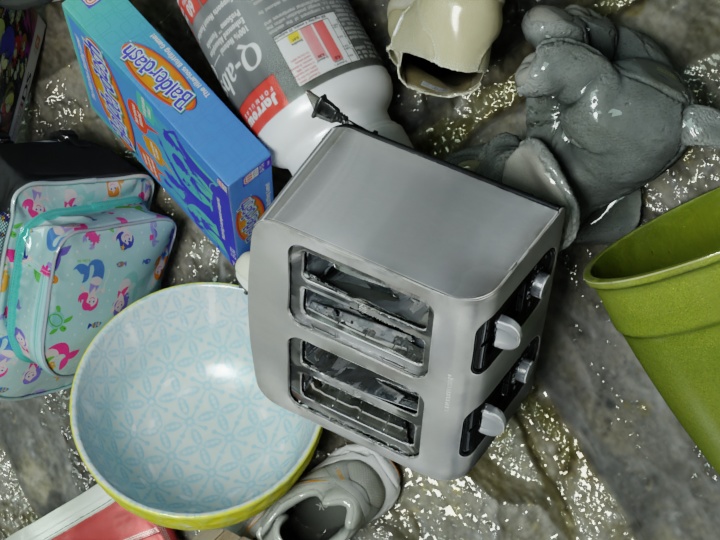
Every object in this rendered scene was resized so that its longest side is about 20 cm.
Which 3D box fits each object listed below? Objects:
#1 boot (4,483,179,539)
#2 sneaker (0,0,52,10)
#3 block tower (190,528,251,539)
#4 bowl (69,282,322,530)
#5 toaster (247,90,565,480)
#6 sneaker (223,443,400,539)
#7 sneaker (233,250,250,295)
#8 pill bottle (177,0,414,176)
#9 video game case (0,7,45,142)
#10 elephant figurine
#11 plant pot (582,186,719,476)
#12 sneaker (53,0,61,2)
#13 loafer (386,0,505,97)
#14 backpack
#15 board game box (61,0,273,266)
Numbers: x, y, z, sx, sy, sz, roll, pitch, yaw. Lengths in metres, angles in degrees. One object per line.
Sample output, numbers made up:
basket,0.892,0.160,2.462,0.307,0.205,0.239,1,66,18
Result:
boot,-0.230,0.272,1.186,0.199,0.072,0.146,-31,82,23
sneaker,-0.194,-0.257,0.990,0.198,0.079,0.076,-27,61,1
block tower,-0.098,0.290,1.074,0.053,0.058,0.202,15,130,36
bowl,-0.121,0.122,1.076,0.199,0.200,0.108,34,153,21
toaster,0.022,0.015,0.895,0.198,0.119,0.182,23,138,18
sneaker,-0.064,0.205,1.071,0.199,0.092,0.076,-38,87,27
sneaker,0.000,0.000,1.038,0.197,0.070,0.095,19,97,23
pill bottle,-0.045,-0.149,1.015,0.115,0.115,0.202,-34,79,26
video game case,-0.310,-0.150,1.086,0.035,0.200,0.184,11,79,4
elephant figurine,0.135,-0.067,0.937,0.140,0.156,0.202,15,121,-18
plant pot,0.265,0.051,0.841,0.198,0.200,0.195,-21,97,28
sneaker,-0.254,-0.262,1.115,0.198,0.115,0.077,5,98,28
loafer,0.051,-0.151,0.922,0.074,0.200,0.069,13,86,-2
backpack,-0.252,0.007,1.110,0.150,0.177,0.202,34,114,26
board game box,-0.145,-0.110,1.059,0.045,0.153,0.200,-38,72,-16
